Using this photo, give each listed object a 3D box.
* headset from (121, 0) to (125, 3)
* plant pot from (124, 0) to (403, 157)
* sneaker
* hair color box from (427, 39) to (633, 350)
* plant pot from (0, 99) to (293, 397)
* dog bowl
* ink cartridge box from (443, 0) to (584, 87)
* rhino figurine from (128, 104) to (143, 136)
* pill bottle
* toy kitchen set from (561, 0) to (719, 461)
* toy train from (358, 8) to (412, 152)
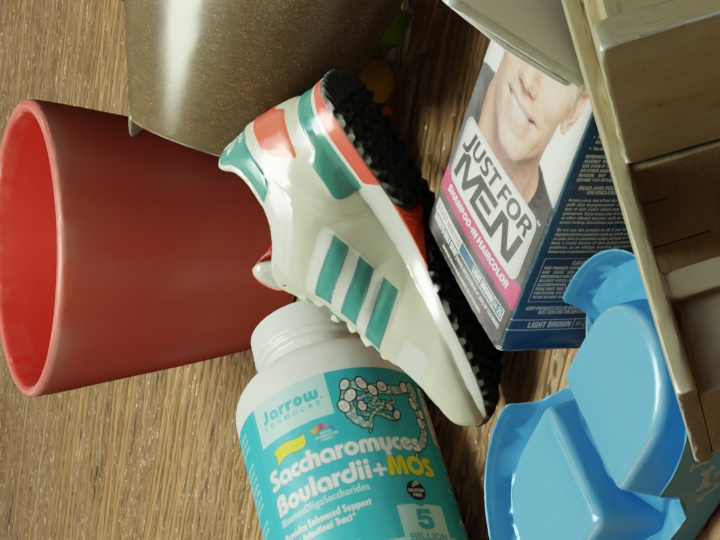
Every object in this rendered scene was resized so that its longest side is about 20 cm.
[{"bbox_3d":[-0.103,-0.212,1.215,0.200,0.123,0.095,-86,17,-68],"label":"headset"},{"bbox_3d":[-0.051,-0.163,0.956,0.187,0.186,0.202,34,110,61],"label":"plant pot"},{"bbox_3d":[0.000,0.000,0.929,0.201,0.093,0.070,60,-156,-15],"label":"sneaker"},{"bbox_3d":[0.098,-0.070,0.825,0.100,0.060,0.201,-118,36,-44],"label":"hair color box"},{"bbox_3d":[-0.149,-0.016,1.238,0.200,0.176,0.202,179,90,-65],"label":"plant pot"},{"bbox_3d":[0.117,0.078,0.802,0.201,0.049,0.112,112,147,-42],"label":"dog bowl"},{"bbox_3d":[0.090,-0.197,0.722,0.201,0.084,0.146,-55,36,16],"label":"ink cartridge box"},{"bbox_3d":[-0.098,-0.122,1.196,0.200,0.087,0.060,-80,-8,-78],"label":"rhino figurine"},{"bbox_3d":[-0.007,0.117,1.007,0.111,0.110,0.201,119,142,-48],"label":"pill bottle"},{"bbox_3d":[0.177,-0.044,0.621,0.200,0.179,0.164,59,-163,-62],"label":"toy kitchen set"},{"bbox_3d":[0.001,-0.104,1.031,0.200,0.084,0.117,33,107,62],"label":"toy train"}]
